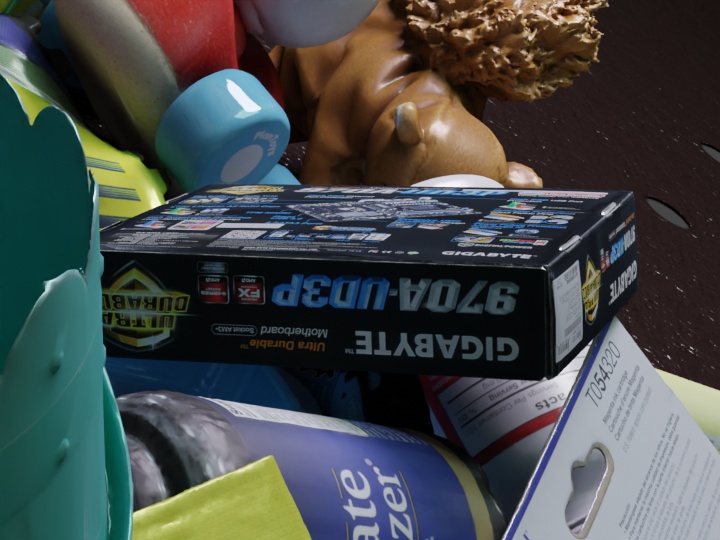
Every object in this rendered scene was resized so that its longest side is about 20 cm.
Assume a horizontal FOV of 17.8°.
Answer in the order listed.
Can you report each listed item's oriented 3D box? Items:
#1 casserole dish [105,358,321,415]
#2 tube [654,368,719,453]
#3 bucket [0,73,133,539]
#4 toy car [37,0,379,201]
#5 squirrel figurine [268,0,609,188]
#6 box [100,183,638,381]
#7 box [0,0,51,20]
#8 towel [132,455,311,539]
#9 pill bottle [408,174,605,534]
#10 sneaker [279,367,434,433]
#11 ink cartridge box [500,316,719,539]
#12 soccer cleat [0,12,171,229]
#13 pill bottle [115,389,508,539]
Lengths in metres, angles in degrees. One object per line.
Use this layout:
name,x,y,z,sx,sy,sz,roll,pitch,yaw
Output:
casserole dish,-0.111,0.048,0.909,0.199,0.039,0.121,14,19,-27
tube,0.200,0.094,1.243,0.199,0.052,0.058,19,5,-45
bucket,-0.161,0.043,0.638,0.205,0.136,0.208,-3,35,2
toy car,-0.048,-0.136,1.159,0.185,0.199,0.177,50,-10,25
squirrel figurine,0.040,-0.097,1.261,0.141,0.201,0.187,33,6,-19
box,0.000,0.000,0.924,0.198,0.046,0.159,2,12,18
box,-0.103,-0.182,1.242,0.117,0.200,0.049,23,36,-24
towel,-0.016,0.161,0.715,0.086,0.018,0.201,-18,79,-44
pill bottle,0.064,0.065,1.040,0.112,0.112,0.201,7,46,-50
sneaker,-0.006,0.065,0.989,0.078,0.090,0.200,9,30,-48
ink cartridge box,0.118,0.147,0.900,0.200,0.043,0.197,51,35,-12
soccer cleat,-0.151,-0.045,1.093,0.083,0.065,0.200,-22,57,-30
pill bottle,-0.047,0.103,0.813,0.199,0.112,0.112,12,29,-45
